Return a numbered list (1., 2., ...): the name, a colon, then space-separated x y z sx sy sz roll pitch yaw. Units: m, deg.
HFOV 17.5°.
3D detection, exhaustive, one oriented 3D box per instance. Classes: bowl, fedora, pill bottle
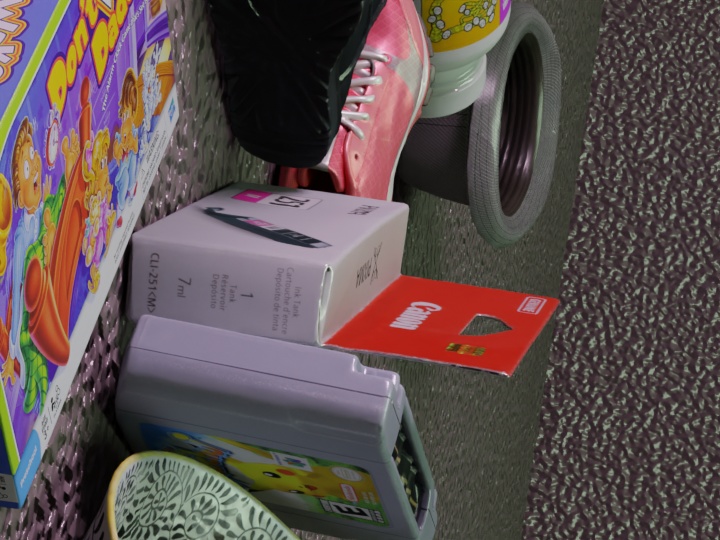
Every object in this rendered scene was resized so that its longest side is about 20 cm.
1. bowl: -0.067 0.184 0.983 0.094 0.201 0.201 -40 -179 16
2. fedora: 0.079 -0.108 1.696 0.200 0.090 0.178 -27 122 -70
3. pill bottle: 0.038 -0.189 1.373 0.201 0.104 0.105 87 15 -45

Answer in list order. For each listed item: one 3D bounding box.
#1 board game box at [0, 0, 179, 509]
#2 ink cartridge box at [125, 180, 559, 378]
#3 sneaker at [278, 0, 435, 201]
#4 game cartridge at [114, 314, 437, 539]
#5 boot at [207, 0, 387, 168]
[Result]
1. board game box: -0.115 -0.040 0.795 0.135 0.044 0.201 87 15 -45
2. ink cartridge box: 0.000 0.000 1.096 0.200 0.172 0.044 -39 135 -76
3. sneaker: -0.006 -0.077 1.297 0.087 0.073 0.202 -5 102 -78
4. game cartridge: -0.039 0.077 1.048 0.200 0.133 0.041 71 35 -66
5. boot: -0.016 -0.171 1.154 0.201 0.076 0.169 94 12 -57
